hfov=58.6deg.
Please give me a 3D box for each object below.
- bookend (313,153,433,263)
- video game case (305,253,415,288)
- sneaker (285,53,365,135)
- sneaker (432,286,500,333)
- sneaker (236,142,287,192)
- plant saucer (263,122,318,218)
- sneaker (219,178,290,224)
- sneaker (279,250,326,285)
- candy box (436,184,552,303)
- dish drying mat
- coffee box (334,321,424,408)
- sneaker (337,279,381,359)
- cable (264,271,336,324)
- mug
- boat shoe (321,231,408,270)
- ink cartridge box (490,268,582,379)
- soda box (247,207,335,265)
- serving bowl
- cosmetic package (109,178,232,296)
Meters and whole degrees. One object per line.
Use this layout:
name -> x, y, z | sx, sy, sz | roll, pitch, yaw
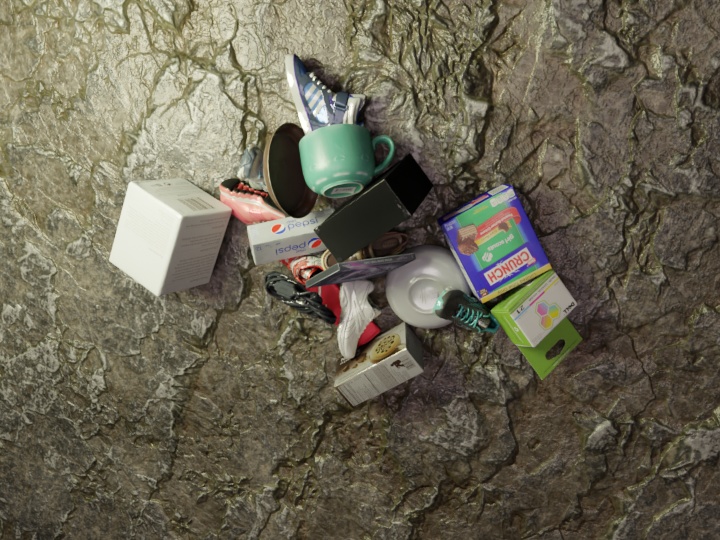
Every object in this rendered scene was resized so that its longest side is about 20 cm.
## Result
bookend -> 0.031, -0.134, 1.360 | 0.200, 0.199, 0.092 | -33, 100, 29
video game case -> 0.000, 0.000, 1.374 | 0.143, 0.200, 0.019 | -27, 74, 53
sneaker -> -0.065, -0.371, 1.350 | 0.146, 0.081, 0.201 | -15, 102, 6
sneaker -> 0.236, 0.091, 1.380 | 0.091, 0.200, 0.078 | 35, 104, 41
sneaker -> -0.198, -0.210, 1.360 | 0.086, 0.200, 0.078 | 22, 89, 7
plant saucer -> -0.149, -0.209, 1.353 | 0.032, 0.200, 0.201 | -1, 108, 26
sneaker -> -0.229, -0.139, 1.464 | 0.200, 0.074, 0.087 | 22, 126, 5
sneaker -> -0.149, -0.027, 1.452 | 0.201, 0.108, 0.067 | 19, 117, 3
candy box -> 0.284, -0.057, 1.372 | 0.169, 0.077, 0.200 | -28, 103, 4
dish drying mat -> -0.045, 0.094, 1.524 | 0.077, 0.018, 0.200 | -41, 97, 18
coffee box -> 0.043, 0.221, 1.495 | 0.200, 0.113, 0.080 | -31, 113, 18
sneaker -> -0.002, 0.112, 1.479 | 0.099, 0.078, 0.201 | 4, 106, 0
cable -> -0.138, 0.062, 1.470 | 0.163, 0.200, 0.051 | 38, 74, -41
mug -> -0.032, -0.223, 1.326 | 0.185, 0.152, 0.115 | -16, 77, 28
boat shoe -> 0.012, -0.044, 1.399 | 0.199, 0.072, 0.072 | -14, 89, -13
ink cartridge box -> 0.403, 0.118, 1.388 | 0.148, 0.076, 0.200 | -40, 99, -16
soda box -> -0.144, -0.075, 1.411 | 0.199, 0.064, 0.068 | -14, 140, -12
serving bowl -> 0.152, 0.046, 1.449 | 0.199, 0.066, 0.201 | 3, 108, 8
cosmetic package -> -0.423, -0.079, 1.433 | 0.166, 0.167, 0.200 | 31, 112, 20
